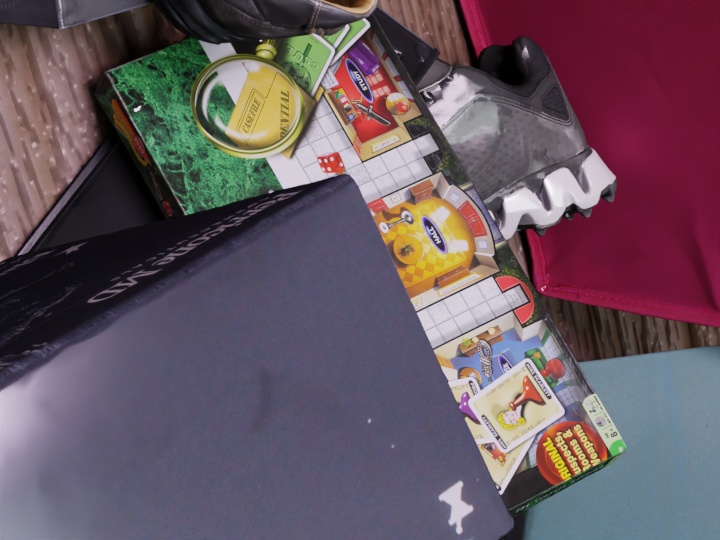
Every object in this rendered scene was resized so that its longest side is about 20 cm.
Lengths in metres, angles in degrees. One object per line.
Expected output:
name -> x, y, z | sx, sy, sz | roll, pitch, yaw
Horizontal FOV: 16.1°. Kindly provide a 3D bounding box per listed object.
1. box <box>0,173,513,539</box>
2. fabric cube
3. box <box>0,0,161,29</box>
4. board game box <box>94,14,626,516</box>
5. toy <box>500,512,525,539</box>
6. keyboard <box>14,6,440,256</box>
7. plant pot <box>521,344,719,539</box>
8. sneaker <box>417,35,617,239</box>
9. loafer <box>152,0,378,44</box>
box -> -0.103, 0.074, 0.716 | 0.197, 0.200, 0.117 | -32, 103, -36
fabric cube -> 0.181, -0.106, 1.057 | 0.199, 0.200, 0.196 | -42, 128, -35
box -> -0.055, -0.182, 0.875 | 0.200, 0.044, 0.160 | -25, 116, -45
board game box -> 0.000, 0.000, 0.884 | 0.105, 0.023, 0.200 | -26, 79, -23
toy -> 0.023, 0.129, 1.026 | 0.200, 0.047, 0.115 | 7, 98, -49
keyboard -> -0.034, -0.015, 0.902 | 0.127, 0.021, 0.200 | 37, 64, -1
plant pot -> 0.143, 0.140, 1.072 | 0.141, 0.141, 0.200 | 52, 34, -63
sneaker -> 0.012, -0.036, 0.974 | 0.200, 0.066, 0.091 | -26, 102, -37
loafer -> -0.056, -0.151, 0.789 | 0.073, 0.072, 0.200 | -58, 135, -23
